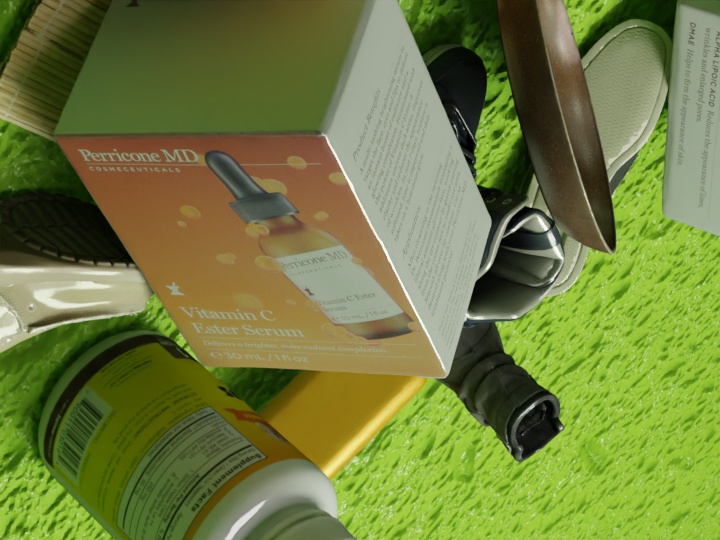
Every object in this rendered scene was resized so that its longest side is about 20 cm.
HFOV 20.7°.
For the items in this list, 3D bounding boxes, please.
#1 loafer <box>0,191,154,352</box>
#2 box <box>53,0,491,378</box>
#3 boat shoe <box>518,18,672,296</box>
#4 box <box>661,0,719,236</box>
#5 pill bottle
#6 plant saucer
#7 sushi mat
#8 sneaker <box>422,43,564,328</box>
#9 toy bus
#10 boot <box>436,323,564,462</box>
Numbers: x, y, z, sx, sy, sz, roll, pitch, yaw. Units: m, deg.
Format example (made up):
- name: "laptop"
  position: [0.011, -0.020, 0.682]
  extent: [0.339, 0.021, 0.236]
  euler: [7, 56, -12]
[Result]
- name: "loafer"
  position: [-0.187, 0.007, 1.018]
  extent: [0.199, 0.076, 0.069]
  euler: [-1, 125, -44]
- name: "box"
  position: [-0.038, -0.046, 1.010]
  extent: [0.201, 0.151, 0.107]
  euler: [61, 38, -47]
- name: "boat shoe"
  position: [0.153, -0.082, 1.366]
  extent: [0.068, 0.071, 0.201]
  euler: [-90, -156, -83]
- name: "box"
  position: [0.313, -0.145, 1.380]
  extent: [0.199, 0.130, 0.201]
  euler: [-50, 151, -36]
- name: "pill bottle"
  position: [-0.089, 0.128, 1.125]
  extent: [0.109, 0.200, 0.110]
  euler: [-30, 141, -29]
- name: "plant saucer"
  position: [0.119, -0.105, 1.214]
  extent: [0.032, 0.202, 0.201]
  euler: [-15, 146, 12]
- name: "sushi mat"
  position: [-0.117, -0.100, 1.055]
  extent: [0.096, 0.012, 0.200]
  euler: [-57, 146, 5]
- name: "sneaker"
  position: [0.068, -0.051, 1.163]
  extent: [0.077, 0.145, 0.203]
  euler: [50, 55, -39]
- name: "toy bus"
  position: [-0.049, 0.121, 1.261]
  extent: [0.200, 0.065, 0.078]
  euler: [-44, 177, -14]
- name: "boot"
  position: [0.077, 0.073, 1.298]
  extent: [0.070, 0.132, 0.200]
  euler: [-40, 167, 1]
